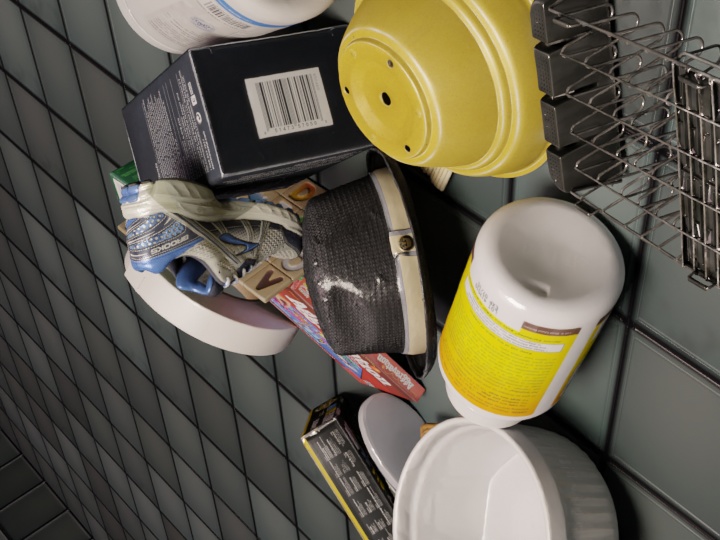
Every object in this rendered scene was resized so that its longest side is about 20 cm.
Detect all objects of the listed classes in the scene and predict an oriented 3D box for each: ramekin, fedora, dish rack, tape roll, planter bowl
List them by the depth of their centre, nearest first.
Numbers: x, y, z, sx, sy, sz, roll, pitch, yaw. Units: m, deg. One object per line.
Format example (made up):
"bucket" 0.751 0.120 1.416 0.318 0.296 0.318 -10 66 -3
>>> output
"dish rack" 0.173 -0.083 0.700 0.200 0.054 0.154 44 154 52
"planter bowl" 0.043 -0.137 0.841 0.200 0.083 0.201 39 148 30
"fedora" 0.000 0.000 1.003 0.201 0.091 0.201 169 90 -83
"ramekin" 0.129 0.225 1.017 0.200 0.105 0.201 -10 78 53
"tape roll" -0.152 0.013 1.249 0.203 0.203 0.037 43 113 26

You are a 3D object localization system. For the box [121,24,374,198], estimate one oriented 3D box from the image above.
"box" -0.101 -0.126 1.029 0.200 0.148 0.107 -16 89 62

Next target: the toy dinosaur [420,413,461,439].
"toy dinosaur" 0.103 0.176 1.157 0.106 0.060 0.200 6 133 28

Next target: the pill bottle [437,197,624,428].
"pill bottle" 0.122 0.042 0.902 0.109 0.109 0.200 46 151 21

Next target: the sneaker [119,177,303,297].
"sneaker" -0.122 -0.018 0.982 0.077 0.200 0.085 -5 81 38

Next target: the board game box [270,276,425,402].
"board game box" -0.028 0.062 1.187 0.200 0.019 0.103 44 161 -31

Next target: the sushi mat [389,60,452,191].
"sushi mat" 0.058 -0.149 0.910 0.096 0.012 0.200 48 152 16

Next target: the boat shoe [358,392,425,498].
"boat shoe" 0.055 0.222 1.246 0.200 0.074 0.065 58 149 2

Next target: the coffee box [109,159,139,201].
"coffee box" -0.157 -0.075 1.228 0.200 0.123 0.044 31 142 38

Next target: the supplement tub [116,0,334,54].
"supplement tub" -0.107 -0.249 0.947 0.200 0.132 0.132 4 123 58

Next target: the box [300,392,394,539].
"box" 0.010 0.240 1.293 0.200 0.049 0.160 58 -175 -3

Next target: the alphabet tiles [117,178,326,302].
"alphabet tiles" -0.115 -0.045 1.139 0.200 0.167 0.008 34 151 38
